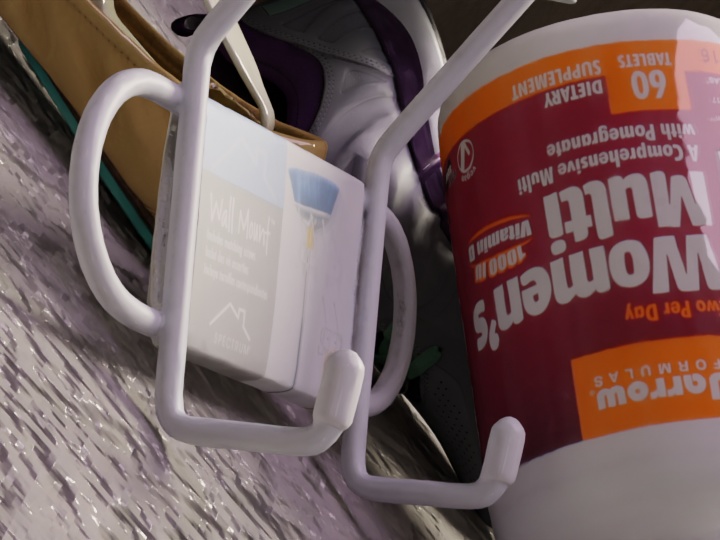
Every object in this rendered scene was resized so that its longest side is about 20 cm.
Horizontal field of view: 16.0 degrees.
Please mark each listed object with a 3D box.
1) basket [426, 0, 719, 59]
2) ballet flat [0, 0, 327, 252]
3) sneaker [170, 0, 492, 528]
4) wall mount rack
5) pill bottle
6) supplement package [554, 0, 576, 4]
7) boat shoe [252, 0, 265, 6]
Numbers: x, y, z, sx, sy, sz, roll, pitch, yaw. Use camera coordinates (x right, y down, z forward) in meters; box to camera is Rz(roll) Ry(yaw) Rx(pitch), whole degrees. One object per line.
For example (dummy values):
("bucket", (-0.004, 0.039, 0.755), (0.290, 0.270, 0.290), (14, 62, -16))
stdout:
("basket", (0.073, -0.105, 1.094), (0.136, 0.200, 0.180), (38, 16, -50))
("ballet flat", (-0.084, -0.089, 0.736), (0.200, 0.063, 0.069), (50, 12, -1))
("sneaker", (0.000, 0.000, 0.849), (0.074, 0.087, 0.200), (-43, -116, 62))
("wall mount rack", (0.004, -0.030, 0.674), (0.200, 0.074, 0.174), (26, 67, -64))
("pill bottle", (0.087, 0.033, 0.763), (0.110, 0.109, 0.200), (35, 43, -57))
("supplement package", (-0.030, -0.168, 0.835), (0.200, 0.111, 0.156), (10, -2, 16))
("boat shoe", (0.017, -0.025, 0.932), (0.200, 0.071, 0.065), (47, 10, -29))
